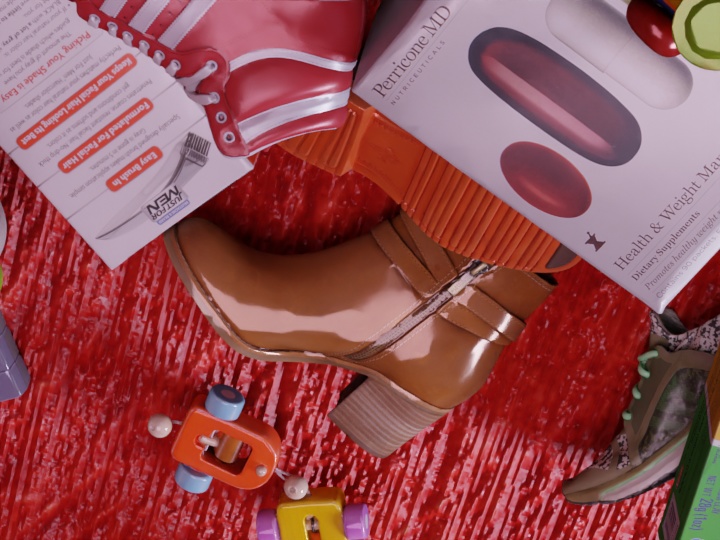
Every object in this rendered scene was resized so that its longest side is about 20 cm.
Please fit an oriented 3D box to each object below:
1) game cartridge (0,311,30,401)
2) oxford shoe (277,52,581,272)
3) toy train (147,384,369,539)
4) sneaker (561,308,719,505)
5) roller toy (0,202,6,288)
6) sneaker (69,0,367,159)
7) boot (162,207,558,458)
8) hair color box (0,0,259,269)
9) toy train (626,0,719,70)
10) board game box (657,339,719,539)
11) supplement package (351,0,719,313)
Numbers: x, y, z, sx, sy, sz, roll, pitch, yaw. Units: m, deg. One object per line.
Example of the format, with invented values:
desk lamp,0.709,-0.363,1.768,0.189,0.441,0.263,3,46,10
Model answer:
game cartridge,-0.319,0.047,1.229,0.200,0.038,0.130,-15,109,15
oxford shoe,0.043,-0.070,1.090,0.200,0.073,0.071,32,133,-2
toy train,-0.076,0.165,1.244,0.150,0.056,0.200,20,114,-1
sneaker,0.190,0.066,1.162,0.200,0.077,0.089,-39,73,26
roller toy,-0.302,-0.042,1.086,0.140,0.182,0.200,-39,86,6
sneaker,-0.097,-0.119,1.022,0.200,0.071,0.113,8,111,10
boot,0.000,0.000,1.139,0.200,0.077,0.155,43,110,-6
hair color box,-0.159,-0.113,1.110,0.111,0.064,0.200,-34,106,20
toy train,0.159,-0.117,0.869,0.200,0.116,0.085,41,111,-12
board game box,0.282,0.114,1.102,0.200,0.040,0.153,6,127,-5
supplement package,0.136,-0.128,1.014,0.200,0.147,0.191,35,116,-10
